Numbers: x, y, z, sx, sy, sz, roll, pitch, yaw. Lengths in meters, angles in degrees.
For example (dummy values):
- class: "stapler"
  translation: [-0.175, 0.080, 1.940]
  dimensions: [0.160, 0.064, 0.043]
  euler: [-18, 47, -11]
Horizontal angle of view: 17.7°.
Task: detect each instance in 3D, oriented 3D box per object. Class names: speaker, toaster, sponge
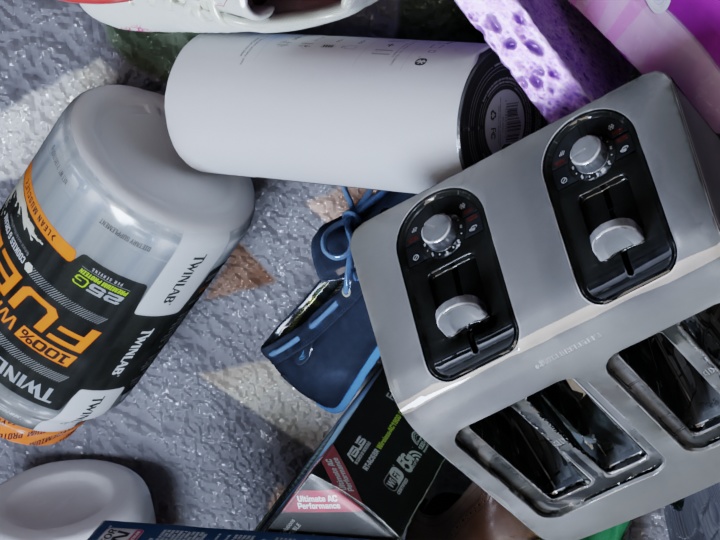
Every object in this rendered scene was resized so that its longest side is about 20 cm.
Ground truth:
- class: "speaker"
  translation: [-0.006, -0.084, 1.207]
  dimensions: [0.200, 0.081, 0.081]
  euler: [7, 119, 37]
- class: "toaster"
  translation: [0.119, 0.026, 1.118]
  dimensions: [0.181, 0.119, 0.200]
  euler: [-26, 139, 19]
- class: "sponge"
  translation: [0.066, -0.162, 1.151]
  dimensions: [0.030, 0.112, 0.200]
  euler: [-33, 100, 27]

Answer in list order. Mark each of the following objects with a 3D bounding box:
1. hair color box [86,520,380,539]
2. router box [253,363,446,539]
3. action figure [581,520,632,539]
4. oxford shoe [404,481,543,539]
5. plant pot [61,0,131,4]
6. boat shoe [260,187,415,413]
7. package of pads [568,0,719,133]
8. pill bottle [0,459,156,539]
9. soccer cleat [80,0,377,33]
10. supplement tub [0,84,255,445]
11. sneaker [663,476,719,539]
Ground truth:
- class: "hair color box"
  translation: [-0.053, 0.195, 1.233]
  dimensions: [0.200, 0.061, 0.100]
  euler: [1, 115, 22]
- class: "router box"
  translation: [-0.026, 0.156, 1.327]
  dimensions: [0.062, 0.150, 0.200]
  euler: [37, 122, 0]
- class: "action figure"
  translation: [0.120, 0.118, 1.307]
  dimensions: [0.118, 0.055, 0.200]
  euler: [8, 125, 16]
- class: "oxford shoe"
  translation: [0.055, 0.166, 1.337]
  dimensions: [0.200, 0.071, 0.073]
  euler: [-42, 64, 57]
- class: "plant pot"
  translation: [-0.110, -0.252, 1.133]
  dimensions: [0.200, 0.183, 0.201]
  euler: [9, 118, 18]
- class: "boat shoe"
  translation: [0.000, 0.000, 1.277]
  dimensions: [0.069, 0.084, 0.200]
  euler: [30, 121, -1]
- class: "package of pads"
  translation: [0.194, -0.175, 1.097]
  dimensions: [0.121, 0.076, 0.200]
  euler: [50, 126, 26]
- class: "pill bottle"
  translation: [-0.170, 0.229, 1.445]
  dimensions: [0.112, 0.112, 0.200]
  euler: [1, 116, 21]
- class: "soccer cleat"
  translation: [-0.076, -0.159, 1.224]
  dimensions: [0.200, 0.086, 0.070]
  euler: [-4, 114, 24]
- class: "supplement tub"
  translation: [-0.156, 0.002, 1.317]
  dimensions: [0.122, 0.123, 0.200]
  euler: [37, 123, 0]
- class: "sneaker"
  translation: [0.214, 0.138, 1.235]
  dimensions: [0.082, 0.200, 0.070]
  euler: [-15, 76, -6]
